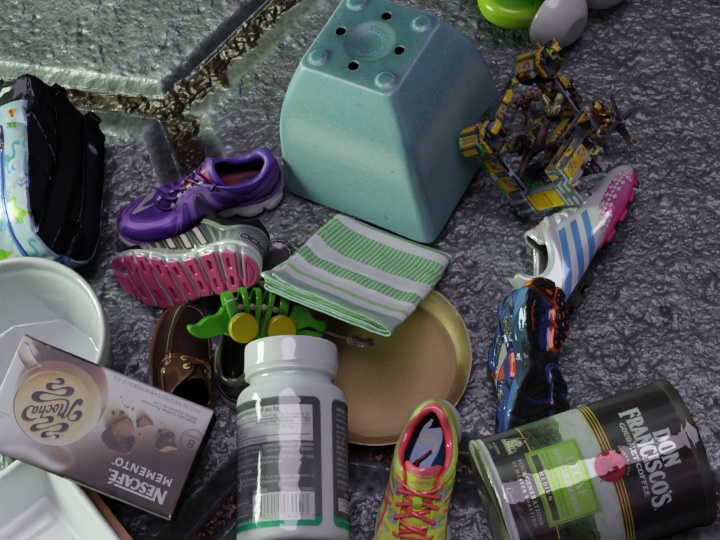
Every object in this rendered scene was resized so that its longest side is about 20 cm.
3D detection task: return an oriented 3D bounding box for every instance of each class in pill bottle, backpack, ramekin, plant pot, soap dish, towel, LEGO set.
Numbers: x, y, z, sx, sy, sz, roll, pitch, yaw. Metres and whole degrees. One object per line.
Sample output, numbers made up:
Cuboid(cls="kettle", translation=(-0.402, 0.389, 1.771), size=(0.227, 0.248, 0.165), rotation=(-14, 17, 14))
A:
Cuboid(cls="pill bottle", translation=(-0.067, 0.173, 1.471), size=(0.112, 0.113, 0.201), rotation=(-2, 71, 4))
Cuboid(cls="backpack", translation=(-0.354, -0.085, 1.645), size=(0.153, 0.163, 0.201), rotation=(-28, 59, 14))
Cuboid(cls="ramekin", translation=(-0.353, 0.097, 1.564), size=(0.199, 0.105, 0.201), rotation=(-2, 61, 4))
Cuboid(cls="plant pot", translation=(0.019, 0.097, 1.575), size=(0.199, 0.028, 0.201), rotation=(-2, 61, 4))
Cuboid(cls="plant pot", translation=(0.027, -0.188, 1.625), size=(0.196, 0.200, 0.196), rotation=(22, 63, 23))
Cuboid(cls="soap dish", translation=(-0.310, 0.287, 1.466), size=(0.157, 0.081, 0.200), rotation=(-37, 63, -15))
Cuboid(cls="towel", translation=(0.000, 0.000, 1.570), size=(0.152, 0.024, 0.200), rotation=(21, 27, 15))
Cuboid(cls="LEGO set", translation=(0.214, -0.158, 1.615), size=(0.200, 0.116, 0.154), rotation=(-44, 110, -34))

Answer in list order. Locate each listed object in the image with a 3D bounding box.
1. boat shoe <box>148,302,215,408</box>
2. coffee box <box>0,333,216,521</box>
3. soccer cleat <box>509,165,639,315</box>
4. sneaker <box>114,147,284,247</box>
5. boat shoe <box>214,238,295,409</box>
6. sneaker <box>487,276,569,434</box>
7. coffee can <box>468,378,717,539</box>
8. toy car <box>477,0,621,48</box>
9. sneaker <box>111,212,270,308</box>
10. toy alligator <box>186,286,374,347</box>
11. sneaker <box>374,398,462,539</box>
Cuboid(cls="boat shoe", translation=(-0.181, 0.123, 1.544), size=(0.070, 0.070, 0.201), rotation=(18, 61, -31))
Cuboid(cls="coffee box", translation=(-0.250, 0.154, 1.436), size=(0.199, 0.080, 0.114), rotation=(23, 78, 0))
Cuboid(cls="soccer cleat", translation=(0.231, -0.046, 1.605), size=(0.086, 0.070, 0.201), rotation=(30, 68, 1))
Cuboid(cls="sneaker", translation=(-0.184, -0.090, 1.666), size=(0.199, 0.084, 0.081), rotation=(-24, 61, -7))
Cuboid(cls="boat shoe", translation=(-0.107, 0.048, 1.594), size=(0.071, 0.061, 0.202), rotation=(8, 62, 10))
Cuboid(cls="sneaker", translation=(0.168, 0.110, 1.535), size=(0.075, 0.078, 0.201), rotation=(18, 72, -27))
Cuboid(cls="coffee can", translation=(0.220, 0.204, 1.428), size=(0.199, 0.147, 0.147), rotation=(-17, 60, -4))
Cuboid(cls="toy car", translation=(0.219, -0.374, 1.751), size=(0.200, 0.150, 0.175), rotation=(-40, 65, -17))
Cuboid(cls="sneaker", translation=(-0.178, -0.015, 1.617), size=(0.199, 0.074, 0.088), rotation=(-8, 31, 31))
Cuboid(cls="toy alligator", translation=(-0.078, 0.047, 1.526), size=(0.199, 0.059, 0.055), rotation=(4, 95, -17))
Cuboid(cls="sneaker", translation=(0.055, 0.218, 1.455), size=(0.078, 0.090, 0.201), rotation=(6, 76, 5))
